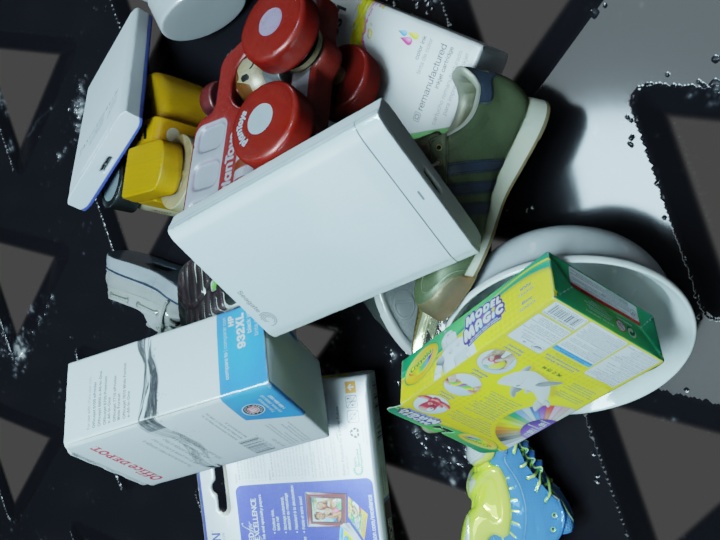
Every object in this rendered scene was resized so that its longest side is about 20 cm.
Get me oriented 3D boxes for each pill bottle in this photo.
[{"bbox_3d":[-0.201,-0.349,0.790,0.113,0.113,0.203,-28,84,29],"label":"pill bottle"}]

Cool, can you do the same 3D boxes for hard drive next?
[{"bbox_3d":[-0.029,-0.027,0.572,0.198,0.027,0.132,-23,124,30],"label":"hard drive"},{"bbox_3d":[-0.266,-0.177,0.830,0.132,0.025,0.202,-46,37,31],"label":"hard drive"}]

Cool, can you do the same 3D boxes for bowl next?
[{"bbox_3d":[0.168,0.029,0.645,0.197,0.091,0.203,4,138,4],"label":"bowl"}]

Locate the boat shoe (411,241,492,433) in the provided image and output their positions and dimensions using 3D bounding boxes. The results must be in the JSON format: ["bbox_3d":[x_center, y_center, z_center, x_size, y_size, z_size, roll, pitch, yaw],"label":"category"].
[{"bbox_3d":[0.090,0.057,0.725,0.065,0.071,0.205,6,97,32],"label":"boat shoe"}]

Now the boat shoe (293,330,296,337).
[{"bbox_3d":[-0.105,0.040,0.828,0.070,0.070,0.203,19,107,24],"label":"boat shoe"}]

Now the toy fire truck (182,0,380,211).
[{"bbox_3d":[-0.080,-0.127,0.645,0.166,0.112,0.204,-10,68,34],"label":"toy fire truck"}]

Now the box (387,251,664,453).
[{"bbox_3d":[0.118,0.078,0.605,0.116,0.049,0.200,27,132,-23],"label":"box"}]

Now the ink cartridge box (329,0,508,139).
[{"bbox_3d":[0.014,-0.169,0.720,0.198,0.084,0.147,29,110,21],"label":"ink cartridge box"}]

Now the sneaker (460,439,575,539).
[{"bbox_3d":[0.150,0.191,0.727,0.103,0.076,0.204,4,100,9],"label":"sneaker"}]

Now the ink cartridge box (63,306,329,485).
[{"bbox_3d":[-0.147,0.120,0.715,0.197,0.145,0.085,-18,58,11],"label":"ink cartridge box"}]

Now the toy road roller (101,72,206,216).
[{"bbox_3d":[-0.175,-0.127,0.790,0.199,0.121,0.149,4,85,52],"label":"toy road roller"}]

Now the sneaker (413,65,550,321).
[{"bbox_3d":[0.071,-0.070,0.615,0.089,0.067,0.202,29,80,-14],"label":"sneaker"}]

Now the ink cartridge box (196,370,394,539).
[{"bbox_3d":[-0.070,0.213,0.795,0.197,0.047,0.202,-8,88,18],"label":"ink cartridge box"}]

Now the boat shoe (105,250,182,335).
[{"bbox_3d":[-0.222,0.043,0.890,0.199,0.074,0.088,17,106,27],"label":"boat shoe"}]

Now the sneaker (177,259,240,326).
[{"bbox_3d":[-0.099,0.020,0.750,0.199,0.114,0.077,-16,76,56],"label":"sneaker"}]

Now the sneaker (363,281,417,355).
[{"bbox_3d":[0.000,0.000,0.773,0.099,0.070,0.202,-19,103,50],"label":"sneaker"}]
